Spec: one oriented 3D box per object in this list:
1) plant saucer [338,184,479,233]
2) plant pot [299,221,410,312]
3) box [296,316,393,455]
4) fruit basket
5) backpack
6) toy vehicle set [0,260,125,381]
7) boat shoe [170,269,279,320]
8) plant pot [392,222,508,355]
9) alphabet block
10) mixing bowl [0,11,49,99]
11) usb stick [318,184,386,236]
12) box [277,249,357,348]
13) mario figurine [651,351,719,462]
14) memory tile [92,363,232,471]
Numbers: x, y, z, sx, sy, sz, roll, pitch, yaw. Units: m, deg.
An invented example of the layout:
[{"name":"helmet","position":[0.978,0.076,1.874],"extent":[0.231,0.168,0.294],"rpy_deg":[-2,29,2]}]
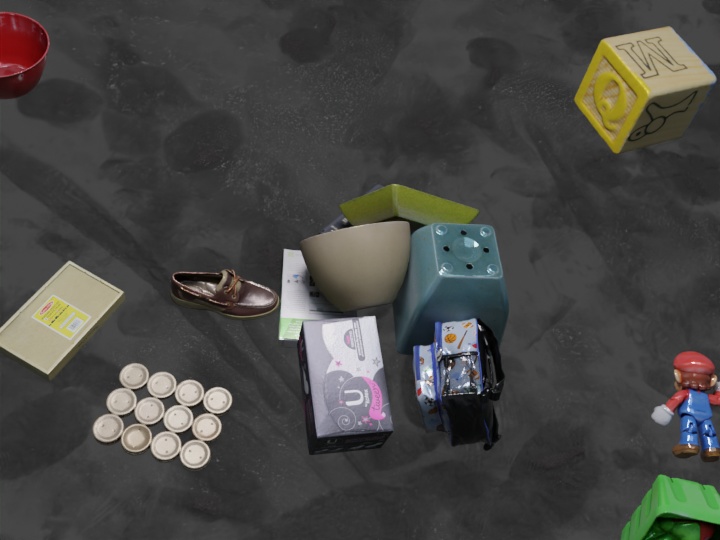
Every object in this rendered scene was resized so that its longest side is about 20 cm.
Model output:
[{"name":"plant saucer","position":[0.087,-0.095,1.534],"extent":[0.199,0.199,0.048],"rpy_deg":[13,76,-30]},{"name":"plant pot","position":[0.000,0.000,1.450],"extent":[0.199,0.200,0.136],"rpy_deg":[-9,86,-15]},{"name":"box","position":[-0.028,0.190,1.359],"extent":[0.131,0.115,0.201],"rpy_deg":[-3,66,-12]},{"name":"fruit basket","position":[0.466,0.440,1.229],"extent":[0.154,0.216,0.217],"rpy_deg":[13,53,-1]},{"name":"backpack","position":[0.166,0.182,1.384],"extent":[0.153,0.201,0.191],"rpy_deg":[2,52,9]},{"name":"toy vehicle set","position":[-0.523,0.084,1.422],"extent":[0.124,0.027,0.200],"rpy_deg":[28,55,11]},{"name":"boat shoe","position":[-0.245,0.036,1.476],"extent":[0.198,0.072,0.073],"rpy_deg":[11,54,-2]},{"name":"plant pot","position":[0.170,0.019,1.482],"extent":[0.195,0.201,0.197],"rpy_deg":[2,54,-9]},{"name":"alphabet block","position":[0.649,-0.415,1.881],"extent":[0.199,0.196,0.197],"rpy_deg":[-15,57,-21]},{"name":"mixing bowl","position":[-0.742,-0.430,1.701],"extent":[0.198,0.109,0.201],"rpy_deg":[4,54,-6]},{"name":"usb stick","position":[-0.006,-0.108,1.645],"extent":[0.055,0.033,0.200],"rpy_deg":[38,58,16]},{"name":"box","position":[-0.078,0.054,1.517],"extent":[0.143,0.036,0.201],"rpy_deg":[5,53,-7]},{"name":"mario figurine","position":[0.602,0.246,1.488],"extent":[0.123,0.106,0.201],"rpy_deg":[28,58,-35]},{"name":"memory tile","position":[-0.325,0.241,1.351],"extent":[0.199,0.017,0.154],"rpy_deg":[16,54,1]}]
